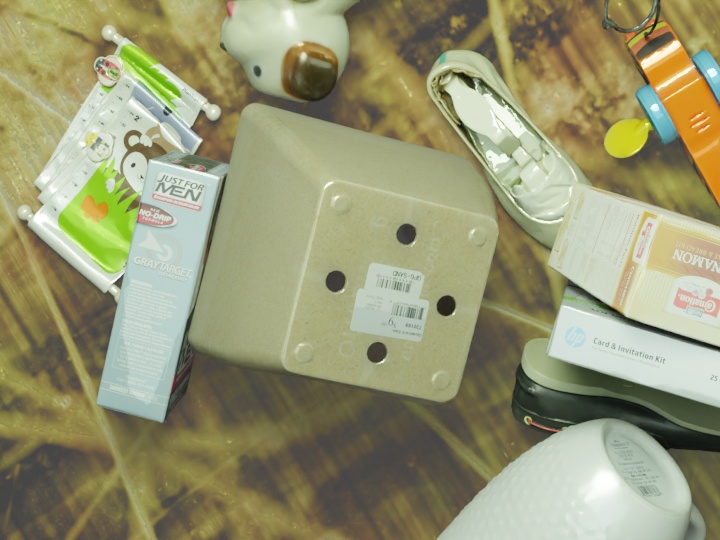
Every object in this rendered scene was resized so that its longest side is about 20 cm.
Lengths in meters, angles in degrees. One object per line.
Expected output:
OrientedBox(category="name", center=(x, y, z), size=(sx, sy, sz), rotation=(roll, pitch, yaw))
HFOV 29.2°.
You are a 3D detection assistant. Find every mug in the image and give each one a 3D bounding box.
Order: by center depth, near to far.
OrientedBox(category="mug", center=(0.179, 0.207, 1.057), size=(0.176, 0.198, 0.149), rotation=(-52, 41, 29))

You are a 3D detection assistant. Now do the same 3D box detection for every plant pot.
OrientedBox(category="plant pot", center=(0.000, 0.000, 1.031), size=(0.197, 0.177, 0.203), rotation=(13, 96, -17))

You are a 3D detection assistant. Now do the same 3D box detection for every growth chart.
OrientedBox(category="growth chart", center=(-0.202, -0.085, 1.177), size=(0.144, 0.018, 0.201), rotation=(31, 99, 6))

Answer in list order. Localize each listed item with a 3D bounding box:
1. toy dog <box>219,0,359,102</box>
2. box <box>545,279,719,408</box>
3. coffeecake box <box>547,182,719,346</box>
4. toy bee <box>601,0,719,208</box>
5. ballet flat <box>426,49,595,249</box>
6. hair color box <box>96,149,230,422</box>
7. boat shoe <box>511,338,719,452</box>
OrientedBox(category="toy dog", center=(-0.039, -0.234, 1.092), size=(0.192, 0.139, 0.202), rotation=(20, 98, -34))
OrientedBox(category="box", center=(0.219, 0.054, 1.019), size=(0.154, 0.200, 0.042), rotation=(17, 99, 9))
OrientedBox(category="coffeecake box", center=(0.238, 0.002, 0.994), size=(0.152, 0.200, 0.074), rotation=(17, 97, -10))
OrientedBox(category="toy bee", center=(0.246, -0.151, 1.063), size=(0.129, 0.109, 0.202), rotation=(-11, 116, 2))
OrientedBox(category="ballet flat", center=(0.122, -0.090, 1.095), size=(0.069, 0.069, 0.200), rotation=(-41, 87, 10))
OrientedBox(category="hair color box", center=(-0.156, 0.010, 1.125), size=(0.060, 0.099, 0.203), rotation=(14, 100, 1))
OrientedBox(category="boat shoe", center=(0.218, 0.109, 1.095), size=(0.199, 0.074, 0.064), rotation=(12, 124, 2))
